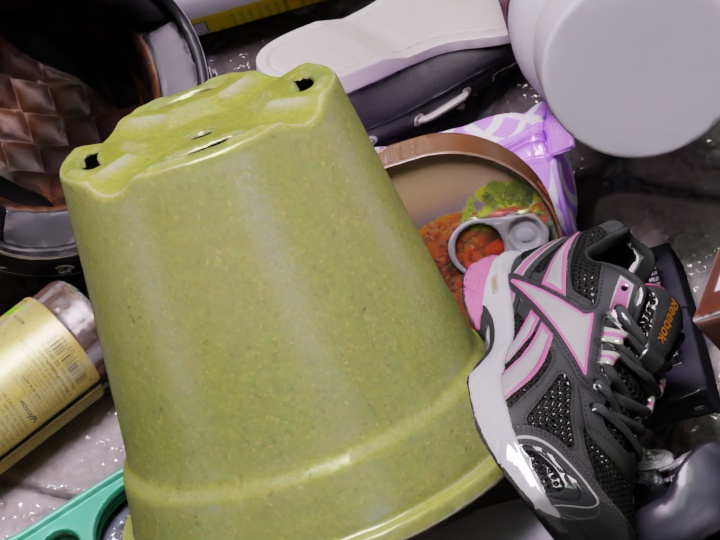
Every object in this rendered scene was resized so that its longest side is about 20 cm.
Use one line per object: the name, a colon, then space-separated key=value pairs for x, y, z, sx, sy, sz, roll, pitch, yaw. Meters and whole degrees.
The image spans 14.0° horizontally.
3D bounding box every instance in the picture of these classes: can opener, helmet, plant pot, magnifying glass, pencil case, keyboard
can opener: x=0.174 y=0.087 z=1.284 sx=0.063 sy=0.079 sz=0.200 roll=-17 pitch=12 yaw=42
helmet: x=-0.172 y=-0.090 z=1.510 sx=0.200 sy=0.191 sz=0.200 roll=-26 pitch=41 yaw=26
plant pot: x=-0.043 y=0.014 z=1.312 sx=0.200 sy=0.184 sz=0.200 roll=-18 pitch=17 yaw=6
magnifying glass: x=-0.152 y=0.137 z=1.420 sx=0.200 sy=0.022 sz=0.080 roll=-14 pitch=48 yaw=5
pencil case: x=0.013 y=-0.031 z=1.476 sx=0.200 sy=0.086 sz=0.084 roll=-13 pitch=52 yaw=4
keyboard: x=0.145 y=0.025 z=1.371 sx=0.127 sy=0.021 sz=0.200 roll=-14 pitch=19 yaw=5

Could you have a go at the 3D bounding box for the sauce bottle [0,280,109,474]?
sauce bottle: x=-0.208 y=0.084 z=1.452 sx=0.200 sy=0.065 sz=0.065 roll=-37 pitch=50 yaw=-18

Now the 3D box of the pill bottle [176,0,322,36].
pill bottle: x=-0.054 y=-0.193 z=1.621 sx=0.200 sy=0.104 sz=0.104 roll=-15 pitch=48 yaw=2

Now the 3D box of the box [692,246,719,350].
box: x=0.239 y=0.042 z=1.267 sx=0.075 sy=0.200 sz=0.100 roll=-18 pitch=37 yaw=42

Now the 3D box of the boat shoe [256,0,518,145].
boat shoe: x=0.031 y=-0.107 z=1.549 sx=0.200 sy=0.060 sz=0.074 roll=-25 pitch=42 yaw=-34

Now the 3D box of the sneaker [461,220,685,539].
sneaker: x=0.097 y=0.040 z=1.242 sx=0.086 sy=0.080 sz=0.200 roll=-30 pitch=36 yaw=15

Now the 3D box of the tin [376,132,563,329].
tin: x=0.000 y=0.000 z=1.426 sx=0.200 sy=0.112 sz=0.042 roll=-16 pitch=28 yaw=7

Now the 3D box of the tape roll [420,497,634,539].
tape roll: x=0.089 y=0.194 z=1.273 sx=0.200 sy=0.066 sz=0.200 roll=-7 pitch=49 yaw=9

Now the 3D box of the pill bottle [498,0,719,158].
pill bottle: x=0.124 y=-0.141 z=1.446 sx=0.114 sy=0.114 sz=0.200 roll=-14 pitch=28 yaw=4
